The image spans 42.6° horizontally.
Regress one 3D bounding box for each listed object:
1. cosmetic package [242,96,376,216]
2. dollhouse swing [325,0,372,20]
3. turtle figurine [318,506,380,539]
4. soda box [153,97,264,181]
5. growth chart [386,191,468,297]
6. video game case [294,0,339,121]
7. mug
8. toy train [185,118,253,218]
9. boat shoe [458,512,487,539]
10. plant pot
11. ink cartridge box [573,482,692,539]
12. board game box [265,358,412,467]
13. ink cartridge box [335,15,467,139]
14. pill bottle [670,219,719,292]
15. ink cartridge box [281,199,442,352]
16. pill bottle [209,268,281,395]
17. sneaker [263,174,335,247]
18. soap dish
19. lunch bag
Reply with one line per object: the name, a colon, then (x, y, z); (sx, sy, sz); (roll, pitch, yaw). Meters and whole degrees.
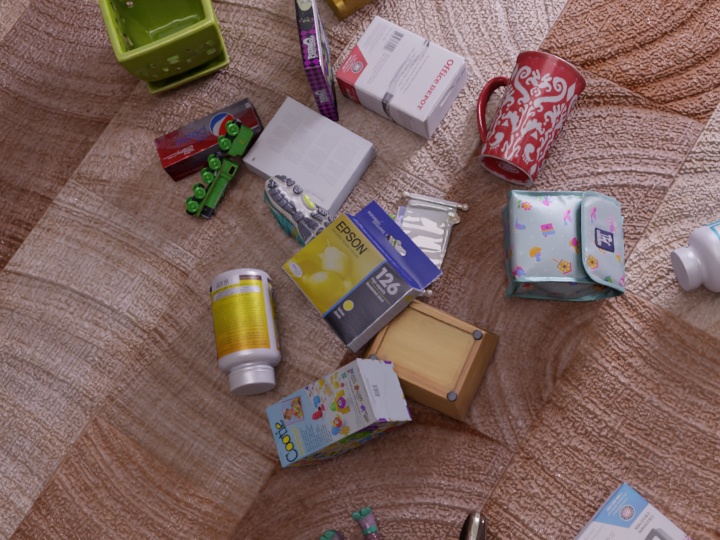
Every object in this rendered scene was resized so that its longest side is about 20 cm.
cosmetic package: (-0.094, -0.209, 1.701); (0.199, 0.052, 0.151); (32, 78, 18)
dollhouse swing: (0.004, -0.607, 1.750); (0.199, 0.176, 0.182); (-32, 70, -1)
turtle figurine: (0.021, 0.478, 1.430); (0.149, 0.101, 0.200); (-24, 53, -14)
soda box: (-0.282, -0.246, 1.739); (0.199, 0.063, 0.070); (-24, 69, 2)
growth chart: (0.092, -0.048, 1.634); (0.144, 0.018, 0.201); (18, 76, 15)
video game case: (-0.080, -0.395, 1.681); (0.035, 0.200, 0.183); (-9, 70, 5)
mug: (0.287, -0.262, 1.634); (0.133, 0.177, 0.201); (28, 81, -20)
toy train: (-0.258, -0.183, 1.695); (0.056, 0.042, 0.201); (25, 103, -21)
boat shoe: (0.182, 0.481, 1.423); (0.074, 0.075, 0.204); (11, 80, -1)
plant pot: (-0.365, -0.466, 1.764); (0.198, 0.182, 0.201); (-21, 69, 2)
ink cartridge box: (0.415, 0.437, 1.349); (0.200, 0.146, 0.147); (40, 82, 19)
board game box: (-0.036, 0.230, 1.478); (0.199, 0.103, 0.106); (-30, 67, 28)
ink cartridge box: (0.078, -0.355, 1.702); (0.199, 0.083, 0.147); (31, 80, 18)
pill bottle: (0.609, -0.034, 1.491); (0.199, 0.111, 0.112); (-20, 70, 3)
ink cartridge box: (0.000, 0.000, 1.547); (0.200, 0.047, 0.198); (-43, 62, 1)
pill bottle: (-0.196, 0.106, 1.584); (0.108, 0.109, 0.202); (-12, 70, 6)
sneaker: (-0.101, -0.083, 1.651); (0.077, 0.080, 0.200); (-37, 87, -26)
soap dish: (0.111, 0.136, 1.536); (0.199, 0.081, 0.158); (23, 77, 15)
lunch bag: (0.342, -0.041, 1.536); (0.198, 0.122, 0.172); (1, 70, 2)
